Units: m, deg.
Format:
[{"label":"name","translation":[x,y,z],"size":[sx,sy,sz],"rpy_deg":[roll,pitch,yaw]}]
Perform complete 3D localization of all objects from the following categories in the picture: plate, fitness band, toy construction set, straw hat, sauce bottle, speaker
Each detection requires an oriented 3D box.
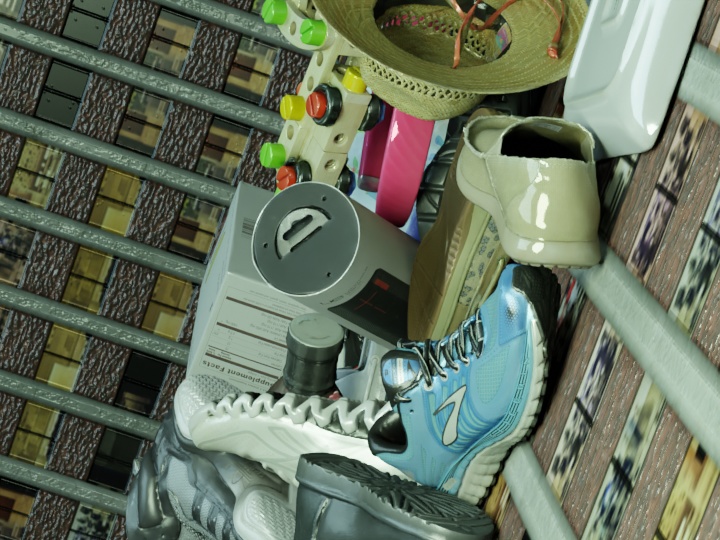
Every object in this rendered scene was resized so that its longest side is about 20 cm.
[{"label":"plate","translation":[0.167,-0.164,1.483],"size":[0.200,0.032,0.200],"rpy_deg":[-179,108,-82]},{"label":"fitness band","translation":[0.032,-0.129,1.801],"size":[0.144,0.037,0.200],"rpy_deg":[113,166,-67]},{"label":"toy construction set","translation":[-0.033,-0.123,1.803],"size":[0.131,0.092,0.200],"rpy_deg":[-123,32,-45]},{"label":"straw hat","translation":[0.050,-0.147,1.681],"size":[0.201,0.201,0.085],"rpy_deg":[-79,7,-48]},{"label":"sauce bottle","translation":[-0.044,0.122,1.830],"size":[0.065,0.065,0.200],"rpy_deg":[-81,0,-53]},{"label":"speaker","translation":[0.000,0.000,1.751],"size":[0.200,0.081,0.081],"rpy_deg":[31,-105,-64]}]

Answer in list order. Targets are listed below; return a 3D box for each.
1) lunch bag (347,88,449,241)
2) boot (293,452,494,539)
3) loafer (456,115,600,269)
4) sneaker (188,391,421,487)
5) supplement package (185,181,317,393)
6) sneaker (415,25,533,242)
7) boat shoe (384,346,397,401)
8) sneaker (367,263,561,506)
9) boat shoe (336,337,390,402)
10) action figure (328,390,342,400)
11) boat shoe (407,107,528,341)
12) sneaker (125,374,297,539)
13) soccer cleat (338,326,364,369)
[{"label":"lunch bag","translation":[0.041,-0.101,1.963],"size":[0.170,0.127,0.200],"rpy_deg":[-64,24,17]},{"label":"boot","translation":[0.006,0.226,1.516],"size":[0.165,0.066,0.200],"rpy_deg":[20,101,54]},{"label":"loafer","translation":[0.106,-0.060,1.494],"size":[0.200,0.076,0.068],"rpy_deg":[-117,35,-67]},{"label":"sneaker","translation":[-0.022,0.119,1.621],"size":[0.075,0.200,0.081],"rpy_deg":[13,-100,-65]},{"label":"supplement package","translation":[-0.056,0.030,2.183],"size":[0.200,0.155,0.111],"rpy_deg":[-89,18,-66]},{"label":"sneaker","translation":[0.093,-0.088,1.783],"size":[0.079,0.075,0.200],"rpy_deg":[32,-112,-67]},{"label":"boat shoe","translation":[0.020,0.148,1.675],"size":[0.076,0.060,0.200],"rpy_deg":[153,135,-79]},{"label":"sneaker","translation":[0.056,0.067,1.485],"size":[0.200,0.090,0.078],"rpy_deg":[115,171,-45]},{"label":"boat shoe","translation":[0.011,0.087,1.872],"size":[0.072,0.068,0.200],"rpy_deg":[-143,71,-82]},{"label":"action figure","translation":[-0.036,0.163,1.777],"size":[0.134,0.149,0.200],"rpy_deg":[-71,-10,-56]},{"label":"boat shoe","translation":[0.081,-0.013,1.684],"size":[0.073,0.063,0.200],"rpy_deg":[-107,30,-52]},{"label":"sneaker","translation":[-0.090,0.175,1.710],"size":[0.114,0.075,0.200],"rpy_deg":[-49,54,26]},{"label":"soccer cleat","translation":[0.000,0.082,1.997],"size":[0.073,0.068,0.200],"rpy_deg":[112,171,-58]}]
